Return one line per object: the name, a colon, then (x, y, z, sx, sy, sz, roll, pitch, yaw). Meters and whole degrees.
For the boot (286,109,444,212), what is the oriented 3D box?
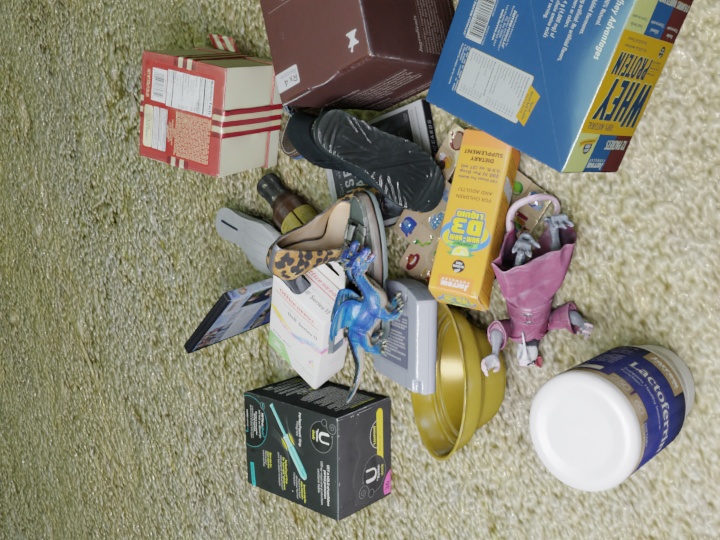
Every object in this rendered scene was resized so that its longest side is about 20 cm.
boot: (0.003, -0.152, 1.064, 0.078, 0.198, 0.168, -62, 20, 1)

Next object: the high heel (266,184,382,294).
high heel: (-0.041, -0.060, 1.050, 0.071, 0.143, 0.201, 39, 83, 18)

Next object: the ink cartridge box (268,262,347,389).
ink cartridge box: (-0.073, 0.064, 1.172, 0.117, 0.067, 0.202, 40, 143, 25)

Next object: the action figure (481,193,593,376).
action figure: (0.194, 0.034, 0.951, 0.150, 0.131, 0.203, -102, 6, -52)

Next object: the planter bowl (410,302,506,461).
planter bowl: (0.130, 0.135, 1.013, 0.200, 0.082, 0.206, 180, 90, -74)

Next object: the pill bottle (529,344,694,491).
pill bottle: (0.269, 0.143, 0.830, 0.114, 0.198, 0.119, 8, 102, 40)

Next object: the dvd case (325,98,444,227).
dvd case: (0.030, -0.138, 1.129, 0.197, 0.024, 0.154, -13, 87, 42)

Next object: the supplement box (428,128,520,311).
supplement box: (0.137, -0.060, 0.948, 0.065, 0.069, 0.205, 9, 80, 20)

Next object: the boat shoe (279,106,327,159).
boat shoe: (-0.077, -0.250, 1.179, 0.073, 0.072, 0.201, 51, 126, 25)

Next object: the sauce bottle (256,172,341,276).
sauce bottle: (-0.091, -0.072, 1.225, 0.201, 0.064, 0.065, 52, 126, 26)

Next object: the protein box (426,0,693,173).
protein box: (0.211, -0.239, 0.873, 0.199, 0.133, 0.202, 35, 118, 33)

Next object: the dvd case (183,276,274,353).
dvd case: (-0.163, 0.056, 1.215, 0.018, 0.198, 0.143, 53, 128, 13)

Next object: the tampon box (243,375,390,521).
tampon box: (-0.064, 0.258, 1.202, 0.197, 0.125, 0.154, 8, 102, 41)

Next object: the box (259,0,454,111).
box: (0.004, -0.310, 1.011, 0.164, 0.198, 0.168, -15, 86, 41)

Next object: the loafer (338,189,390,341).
loafer: (0.000, 0.000, 1.039, 0.072, 0.062, 0.205, -144, 46, -64)

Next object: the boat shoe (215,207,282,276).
boat shoe: (-0.156, -0.055, 1.280, 0.199, 0.070, 0.073, 37, 119, 40)

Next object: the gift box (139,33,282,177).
gift box: (-0.233, -0.262, 1.242, 0.197, 0.186, 0.188, 22, 113, 22)

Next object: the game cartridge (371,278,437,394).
game cartridge: (0.056, 0.080, 1.064, 0.200, 0.040, 0.137, -168, 74, -74)

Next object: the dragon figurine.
dragon figurine: (-0.009, 0.060, 1.004, 0.059, 0.098, 0.203, -95, 27, -65)

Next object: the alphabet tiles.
alphabet tiles: (0.132, -0.059, 1.034, 0.167, 0.007, 0.202, 42, 116, 24)
